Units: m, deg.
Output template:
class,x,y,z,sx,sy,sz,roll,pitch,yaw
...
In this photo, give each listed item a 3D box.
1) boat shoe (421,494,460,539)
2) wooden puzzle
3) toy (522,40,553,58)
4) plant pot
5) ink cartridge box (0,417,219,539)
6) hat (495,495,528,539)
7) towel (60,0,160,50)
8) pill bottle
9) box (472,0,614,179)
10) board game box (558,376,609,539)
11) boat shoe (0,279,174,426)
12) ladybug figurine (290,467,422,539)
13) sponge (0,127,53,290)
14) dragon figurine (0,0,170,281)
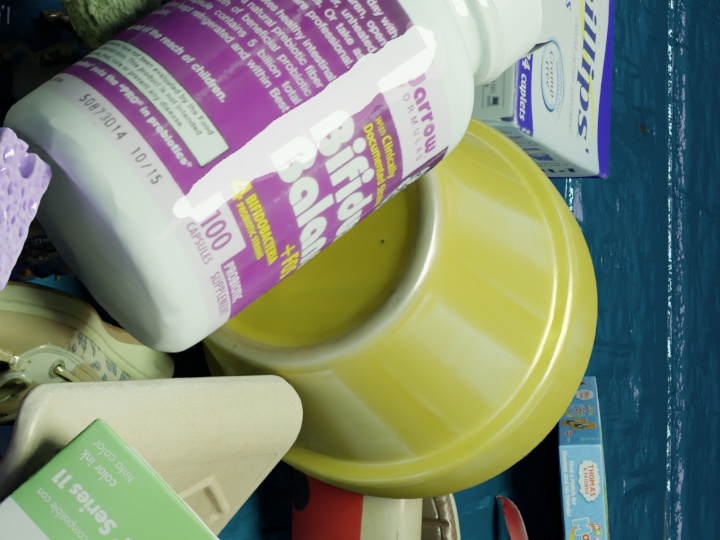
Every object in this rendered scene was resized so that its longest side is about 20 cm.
class,x,y,z,sx,sy,sz,roll,pitch,yaw
boat shoe,0.023,0.223,1.008,0.075,0.074,0.203,35,64,-75
wooden puzzle,-0.128,0.118,0.635,0.200,0.046,0.185,-55,157,15
toy,0.026,-0.122,0.823,0.200,0.115,0.047,-26,111,-72
plant pot,0.000,0.000,0.774,0.189,0.200,0.202,40,54,-67
ink cartridge box,-0.133,0.153,0.530,0.200,0.067,0.117,-41,160,-17
hat,0.170,0.305,1.190,0.176,0.165,0.201,-58,141,-49
towel,-0.121,-0.192,0.663,0.200,0.036,0.149,-97,167,-53
pill bottle,-0.028,-0.067,0.624,0.200,0.112,0.113,-37,130,-19
box,0.099,-0.168,1.115,0.200,0.105,0.185,15,77,-64
board game box,0.180,0.183,1.292,0.200,0.036,0.152,-61,146,-77
boat shoe,-0.136,0.047,0.662,0.200,0.073,0.063,31,59,-61
ladybug figurine,-0.002,0.106,0.913,0.136,0.072,0.201,103,-12,-80
sponge,-0.181,0.043,0.525,0.030,0.111,0.201,52,45,-48
dragon figurine,-0.115,-0.066,0.722,0.200,0.059,0.100,-53,136,-55
